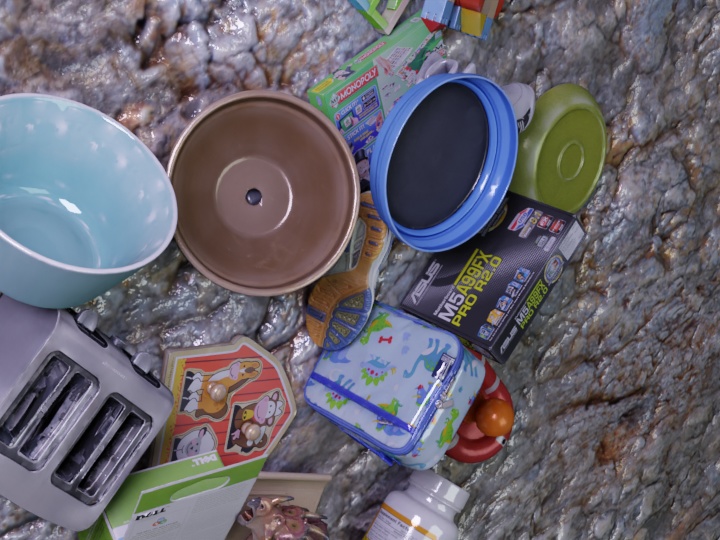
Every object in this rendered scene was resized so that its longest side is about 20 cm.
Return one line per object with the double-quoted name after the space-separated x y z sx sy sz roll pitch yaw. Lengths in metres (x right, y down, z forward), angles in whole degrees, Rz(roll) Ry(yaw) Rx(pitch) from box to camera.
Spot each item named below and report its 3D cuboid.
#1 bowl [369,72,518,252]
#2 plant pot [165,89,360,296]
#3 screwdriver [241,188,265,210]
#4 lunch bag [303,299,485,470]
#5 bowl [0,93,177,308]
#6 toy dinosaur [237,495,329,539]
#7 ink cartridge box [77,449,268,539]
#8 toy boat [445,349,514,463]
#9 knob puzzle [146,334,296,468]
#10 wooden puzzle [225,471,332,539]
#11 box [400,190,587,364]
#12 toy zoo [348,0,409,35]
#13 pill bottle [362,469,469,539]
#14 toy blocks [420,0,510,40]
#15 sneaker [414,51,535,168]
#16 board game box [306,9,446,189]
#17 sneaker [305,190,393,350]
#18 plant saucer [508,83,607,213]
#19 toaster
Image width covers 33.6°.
0.091 -0.121 1.317 0.199 0.039 0.203 -20 123 -34 "bowl"
-0.105 -0.076 1.217 0.198 0.093 0.204 0 90 -13 "plant pot"
-0.058 -0.098 1.336 0.199 0.028 0.029 -19 150 -45 "screwdriver"
0.036 0.132 1.392 0.082 0.199 0.162 38 81 -45 "lunch bag"
-0.271 -0.046 1.047 0.199 0.202 0.105 -6 145 -42 "bowl"
-0.076 0.299 1.332 0.136 0.086 0.199 -51 163 15 "toy dinosaur"
-0.195 0.230 1.223 0.146 0.076 0.201 -11 146 -34 "ink cartridge box"
0.149 0.180 1.572 0.131 0.130 0.200 -52 134 -14 "toy boat"
-0.145 0.172 1.356 0.218 0.030 0.223 -19 120 -38 "knob puzzle"
-0.132 0.326 1.428 0.184 0.037 0.202 15 101 -52 "wooden puzzle"
0.165 -0.001 1.490 0.201 0.159 0.044 -55 137 -10 "box"
0.004 -0.364 1.278 0.200 0.020 0.132 39 79 -46 "toy zoo"
0.062 0.364 1.580 0.111 0.110 0.202 37 80 -46 "pill bottle"
0.130 -0.328 1.353 0.200 0.099 0.139 -11 120 -68 "toy blocks"
0.133 -0.203 1.390 0.199 0.075 0.116 -33 130 -32 "sneaker"
0.030 -0.191 1.360 0.200 0.029 0.136 -40 130 -31 "board game box"
0.000 0.000 1.392 0.202 0.075 0.088 -67 167 22 "sneaker"
0.278 -0.152 1.627 0.198 0.031 0.203 -20 121 -37 "plant saucer"
-0.301 0.130 1.125 0.201 0.118 0.181 -54 134 -12 "toaster"
